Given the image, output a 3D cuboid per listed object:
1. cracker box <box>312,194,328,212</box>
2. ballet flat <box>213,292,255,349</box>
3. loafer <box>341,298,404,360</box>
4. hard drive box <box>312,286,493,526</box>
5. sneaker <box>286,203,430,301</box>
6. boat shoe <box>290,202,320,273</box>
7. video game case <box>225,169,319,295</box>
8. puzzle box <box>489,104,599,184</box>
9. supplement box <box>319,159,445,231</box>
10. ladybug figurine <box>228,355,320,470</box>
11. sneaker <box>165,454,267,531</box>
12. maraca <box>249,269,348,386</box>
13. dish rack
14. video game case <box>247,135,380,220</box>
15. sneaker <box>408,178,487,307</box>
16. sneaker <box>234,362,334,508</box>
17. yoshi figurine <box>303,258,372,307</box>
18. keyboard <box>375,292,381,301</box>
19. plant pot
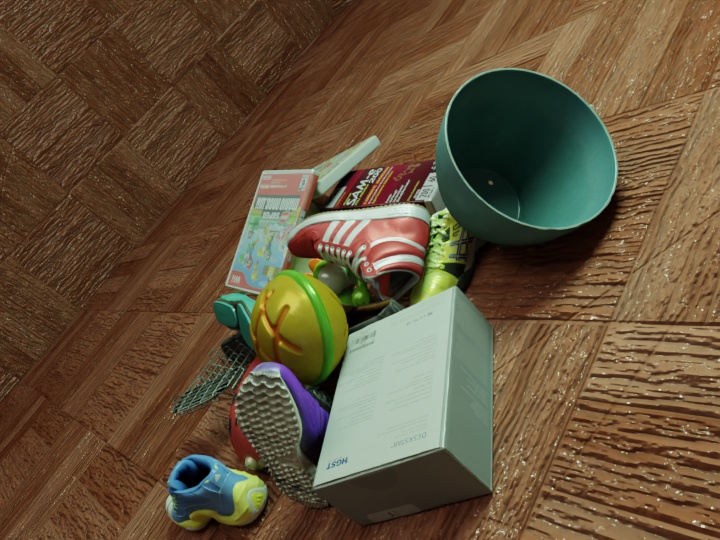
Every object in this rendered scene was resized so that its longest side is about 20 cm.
[{"bbox_3d":[-0.126,-0.053,1.128,0.200,0.058,0.134,-53,17,11],"label":"cracker box"},{"bbox_3d":[-0.158,0.066,0.906,0.070,0.068,0.200,-17,16,-27],"label":"ballet flat"},{"bbox_3d":[-0.019,0.070,0.776,0.199,0.072,0.073,-11,34,31],"label":"loafer"},{"bbox_3d":[0.049,0.133,0.618,0.156,0.077,0.200,-28,29,32],"label":"hard drive box"},{"bbox_3d":[-0.010,-0.014,0.766,0.199,0.071,0.113,-9,58,24],"label":"sneaker"},{"bbox_3d":[-0.113,-0.023,0.978,0.060,0.072,0.202,-14,49,31],"label":"boat shoe"},{"bbox_3d":[-0.139,-0.060,0.945,0.143,0.017,0.201,9,80,49],"label":"video game case"},{"bbox_3d":[0.229,-0.179,0.880,0.133,0.025,0.200,-50,26,-9],"label":"puzzle box"},{"bbox_3d":[0.048,-0.111,0.943,0.199,0.061,0.109,-2,42,35],"label":"supplement box"},{"bbox_3d":[-0.121,0.171,0.823,0.136,0.072,0.200,-28,30,32],"label":"ladybug figurine"},{"bbox_3d":[-0.207,0.269,0.766,0.200,0.105,0.076,-23,32,38],"label":"sneaker"},{"bbox_3d":[-0.082,0.071,0.723,0.107,0.138,0.200,-12,-7,-29],"label":"maraca"},{"bbox_3d":[-0.199,0.154,0.949,0.153,0.055,0.200,-29,18,33],"label":"dish rack"},{"bbox_3d":[-0.079,-0.152,1.042,0.182,0.023,0.200,-19,20,41],"label":"video game case"},{"bbox_3d":[0.108,-0.031,0.779,0.075,0.076,0.200,-5,47,52],"label":"sneaker"},{"bbox_3d":[-0.065,0.152,0.640,0.069,0.201,0.100,4,40,21],"label":"sneaker"},{"bbox_3d":[0.009,0.010,0.858,0.200,0.112,0.112,-36,57,12],"label":"yoshi figurine"},{"bbox_3d":[0.063,-0.033,0.932,0.056,0.011,0.200,-32,28,38],"label":"keyboard"},{"bbox_3d":[0.169,-0.108,0.707,0.200,0.200,0.135,-58,-1,-26],"label":"plant pot"}]
